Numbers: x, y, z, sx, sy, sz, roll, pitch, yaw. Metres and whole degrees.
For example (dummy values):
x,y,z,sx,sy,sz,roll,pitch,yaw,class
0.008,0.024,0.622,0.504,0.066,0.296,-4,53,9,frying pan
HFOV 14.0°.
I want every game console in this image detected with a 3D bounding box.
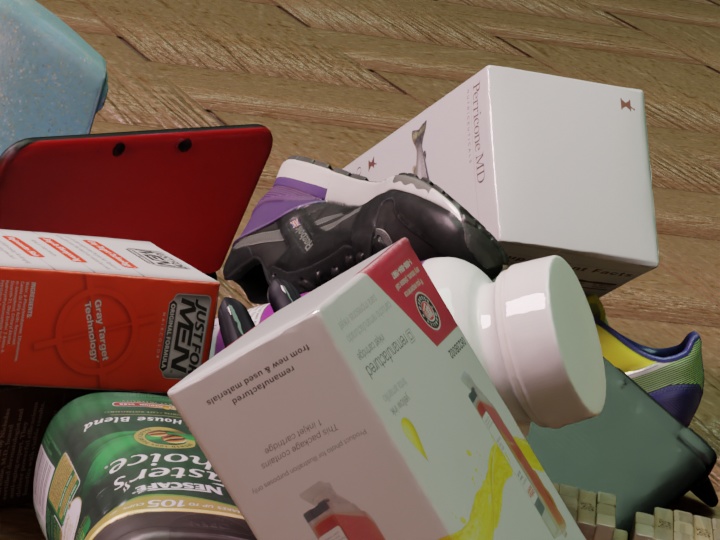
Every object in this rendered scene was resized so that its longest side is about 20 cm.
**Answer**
x,y,z,sx,sy,sz,roll,pitch,yaw,class
0.093,0.084,1.645,0.200,0.116,0.176,41,54,17,game console
-0.176,-0.027,1.699,0.200,0.119,0.172,-6,9,-44,game console

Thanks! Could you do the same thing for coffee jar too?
x,y,z,sx,sy,sz,roll,pitch,yaw,class
-0.088,0.125,1.337,0.104,0.085,0.200,8,16,-15,coffee jar

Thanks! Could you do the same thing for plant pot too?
x,y,z,sx,sy,sz,roll,pitch,yaw,class
-0.263,-0.099,1.805,0.200,0.196,0.196,16,6,-6,plant pot

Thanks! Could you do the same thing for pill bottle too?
x,y,z,sx,sy,sz,roll,pitch,yaw,class
0.016,0.057,1.475,0.200,0.112,0.112,-16,6,19,pill bottle

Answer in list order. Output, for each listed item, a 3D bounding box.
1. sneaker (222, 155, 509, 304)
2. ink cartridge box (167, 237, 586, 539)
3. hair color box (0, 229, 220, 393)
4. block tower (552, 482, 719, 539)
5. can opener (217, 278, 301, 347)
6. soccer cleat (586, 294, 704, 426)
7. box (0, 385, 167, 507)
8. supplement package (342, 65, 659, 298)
x,y,z,sx,sy,sz,roll,pitch,yaw,class
0.000,0.000,1.570,0.076,0.088,0.200,46,-18,-27,sneaker
0.021,0.102,1.284,0.083,0.200,0.145,-30,3,20,ink cartridge box
-0.180,0.016,1.424,0.200,0.061,0.102,4,11,-26,hair color box
0.135,0.149,1.495,0.200,0.054,0.058,13,14,3,block tower
-0.014,0.093,1.393,0.063,0.079,0.200,-11,65,-16,can opener
0.112,0.047,1.797,0.200,0.084,0.065,13,15,3,soccer cleat
-0.194,0.070,1.487,0.100,0.075,0.200,22,16,34,box
0.080,-0.032,1.817,0.117,0.117,0.200,8,-23,-28,supplement package
